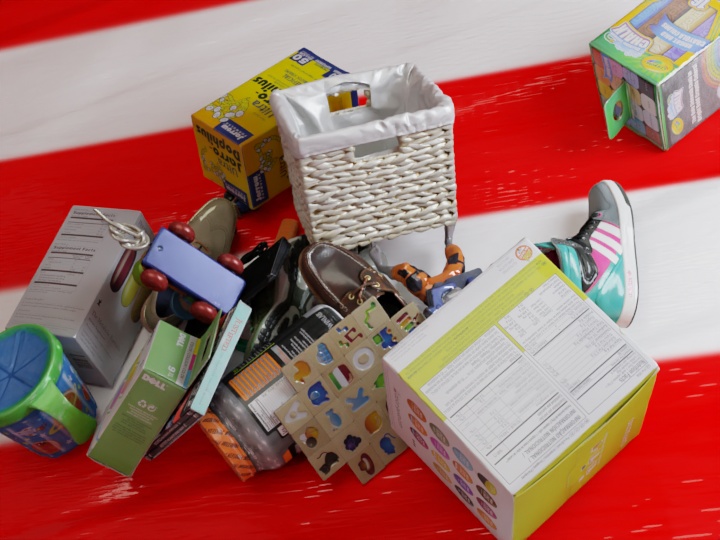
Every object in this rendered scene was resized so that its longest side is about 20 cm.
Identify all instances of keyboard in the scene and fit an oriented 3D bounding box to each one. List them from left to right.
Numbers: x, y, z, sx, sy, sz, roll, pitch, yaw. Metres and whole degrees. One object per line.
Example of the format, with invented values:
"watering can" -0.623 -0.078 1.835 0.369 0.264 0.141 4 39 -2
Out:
"keyboard" -0.151 0.021 1.714 0.200 0.021 0.127 -37 25 36

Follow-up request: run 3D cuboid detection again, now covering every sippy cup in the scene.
"sippy cup" -0.389 0.155 1.682 0.139 0.130 0.178 -27 45 8

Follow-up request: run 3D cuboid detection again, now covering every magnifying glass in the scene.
"magnifying glass" -0.116 0.018 1.775 0.079 0.022 0.201 3 56 21

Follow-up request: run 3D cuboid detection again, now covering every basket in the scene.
"basket" 0.007 -0.139 1.704 0.197 0.161 0.200 -13 25 -7

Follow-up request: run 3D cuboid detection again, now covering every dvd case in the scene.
"dvd case" -0.193 0.131 1.620 0.022 0.200 0.146 30 58 -13

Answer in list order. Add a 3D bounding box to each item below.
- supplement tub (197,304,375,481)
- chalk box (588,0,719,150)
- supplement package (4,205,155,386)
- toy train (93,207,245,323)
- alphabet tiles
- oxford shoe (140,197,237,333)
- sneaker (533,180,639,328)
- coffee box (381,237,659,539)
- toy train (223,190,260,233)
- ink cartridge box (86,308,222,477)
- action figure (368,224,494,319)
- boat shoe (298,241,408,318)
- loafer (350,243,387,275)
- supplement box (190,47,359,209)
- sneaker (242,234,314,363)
"supplement tub" -0.084 0.142 1.597 0.200 0.123 0.123 -37 51 -11
"chalk box" 0.372 -0.246 1.744 0.200 0.125 0.124 -37 51 -12
"supplement package" -0.343 0.030 1.781 0.109 0.114 0.201 6 55 25
"toy train" -0.244 -0.010 1.656 0.116 0.200 0.085 -24 36 62
"alphabet tiles" 0.008 0.134 1.559 0.200 0.167 0.006 -38 16 -11
"oxford shoe" -0.208 -0.008 1.770 0.071 0.074 0.201 28 73 -9
"sneaker" 0.251 -0.027 1.626 0.120 0.084 0.201 8 52 -10
"coffee box" 0.162 0.132 1.442 0.200 0.200 0.198 -39 67 -14
"toy train" -0.189 -0.054 1.846 0.046 0.034 0.200 26 65 29
"ink cartridge box" -0.235 0.128 1.600 0.200 0.059 0.104 -55 13 27
"action figure" 0.129 0.027 1.657 0.199 0.105 0.194 -11 49 -29
"boat shoe" 0.014 0.037 1.610 0.200 0.070 0.070 41 75 -2
"loafer" 0.000 0.000 1.715 0.070 0.070 0.200 -26 48 9
"supplement box" -0.108 -0.190 1.850 0.200 0.110 0.109 -36 49 -26
"sneaker" -0.109 0.053 1.705 0.088 0.077 0.201 -9 52 45
